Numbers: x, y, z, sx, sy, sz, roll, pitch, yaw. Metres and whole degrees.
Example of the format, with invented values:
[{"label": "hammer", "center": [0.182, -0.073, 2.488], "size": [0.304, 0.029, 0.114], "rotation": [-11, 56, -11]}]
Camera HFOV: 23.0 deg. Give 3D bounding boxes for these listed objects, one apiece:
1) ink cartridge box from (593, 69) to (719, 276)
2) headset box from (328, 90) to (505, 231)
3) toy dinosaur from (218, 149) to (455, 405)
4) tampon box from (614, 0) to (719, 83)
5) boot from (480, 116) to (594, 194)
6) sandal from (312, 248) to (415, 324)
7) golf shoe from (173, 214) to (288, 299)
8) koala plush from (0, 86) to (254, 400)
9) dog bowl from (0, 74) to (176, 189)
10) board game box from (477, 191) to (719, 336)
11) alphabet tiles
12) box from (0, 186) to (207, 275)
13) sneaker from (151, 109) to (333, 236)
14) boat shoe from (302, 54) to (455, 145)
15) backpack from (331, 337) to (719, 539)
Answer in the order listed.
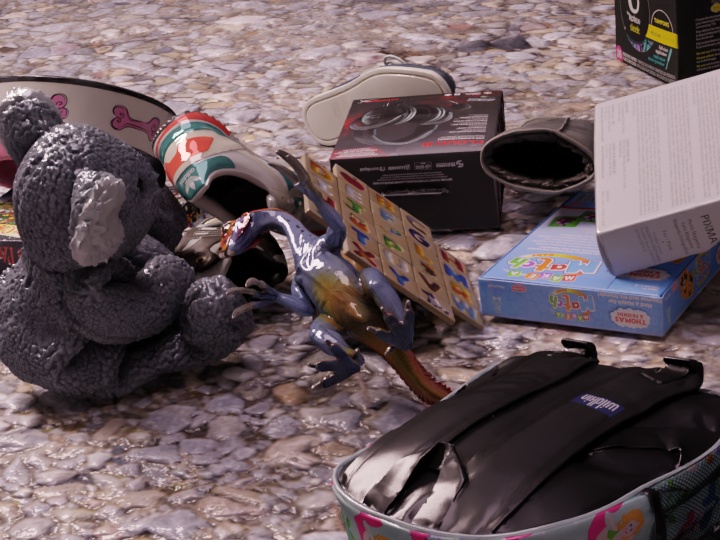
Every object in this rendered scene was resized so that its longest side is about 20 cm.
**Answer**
[{"label": "ink cartridge box", "center": [0.273, -0.088, 1.326], "size": [0.198, 0.057, 0.163], "rotation": [-12, 39, 17]}, {"label": "headset box", "center": [0.055, -0.096, 1.598], "size": [0.147, 0.078, 0.200], "rotation": [-3, 21, 9]}, {"label": "toy dinosaur", "center": [-0.029, 0.020, 1.248], "size": [0.105, 0.200, 0.182], "rotation": [-40, 29, 3]}, {"label": "tampon box", "center": [0.355, -0.318, 1.890], "size": [0.125, 0.202, 0.150], "rotation": [-13, 22, -15]}, {"label": "boot", "center": [0.198, -0.102, 1.499], "size": [0.179, 0.074, 0.200], "rotation": [-3, 1, 9]}, {"label": "sandal", "center": [0.000, 0.000, 1.405], "size": [0.081, 0.055, 0.200], "rotation": [-6, 22, 2]}, {"label": "golf shoe", "center": [-0.151, 0.003, 1.415], "size": [0.198, 0.079, 0.094], "rotation": [-17, 24, -21]}, {"label": "koala plush", "center": [-0.196, -0.024, 1.272], "size": [0.182, 0.201, 0.178], "rotation": [-26, 52, -16]}, {"label": "dog bowl", "center": [-0.272, -0.118, 1.648], "size": [0.197, 0.075, 0.200], "rotation": [5, -11, 1]}, {"label": "board game box", "center": [0.202, -0.010, 1.394], "size": [0.150, 0.037, 0.200], "rotation": [6, 24, 29]}, {"label": "alphabet tiles", "center": [0.023, -0.024, 1.375], "size": [0.166, 0.006, 0.200], "rotation": [33, 16, -15]}, {"label": "box", "center": [-0.253, -0.036, 1.590], "size": [0.198, 0.038, 0.137], "rotation": [1, 23, 18]}, {"label": "sneaker", "center": [-0.074, -0.051, 1.396], "size": [0.199, 0.070, 0.094], "rotation": [25, 27, -39]}, {"label": "boat shoe", "center": [0.026, -0.170, 1.758], "size": [0.199, 0.075, 0.062], "rotation": [-17, 16, 49]}, {"label": "backpack", "center": [0.087, 0.134, 0.920], "size": [0.176, 0.152, 0.199], "rotation": [11, 20, 43]}]
